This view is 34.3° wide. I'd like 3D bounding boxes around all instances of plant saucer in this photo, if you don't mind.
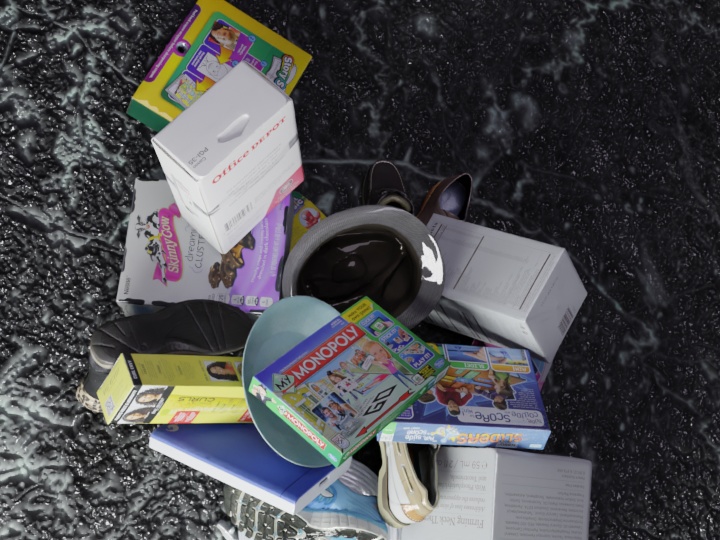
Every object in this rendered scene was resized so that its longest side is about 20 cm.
[{"bbox_3d":[-0.070,0.131,1.365,0.201,0.039,0.201,15,67,-41],"label":"plant saucer"}]

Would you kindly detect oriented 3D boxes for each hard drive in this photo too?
[{"bbox_3d":[-0.128,0.211,1.375,0.200,0.025,0.132,20,25,23],"label":"hard drive"}]

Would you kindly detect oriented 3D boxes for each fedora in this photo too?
[{"bbox_3d":[0.000,0.000,1.447,0.200,0.090,0.177,-32,108,5],"label":"fedora"}]

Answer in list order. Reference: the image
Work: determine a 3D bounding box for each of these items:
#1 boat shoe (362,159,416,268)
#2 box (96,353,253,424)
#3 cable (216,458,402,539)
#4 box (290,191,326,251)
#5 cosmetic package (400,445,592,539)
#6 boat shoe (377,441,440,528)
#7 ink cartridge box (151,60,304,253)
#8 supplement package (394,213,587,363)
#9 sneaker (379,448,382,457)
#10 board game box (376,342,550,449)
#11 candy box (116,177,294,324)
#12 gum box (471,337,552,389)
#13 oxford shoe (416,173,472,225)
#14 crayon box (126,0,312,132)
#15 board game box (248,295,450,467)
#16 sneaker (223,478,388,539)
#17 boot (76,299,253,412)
[{"bbox_3d":[0.045,-0.078,1.565,0.073,0.065,0.200,0,53,-11],"label":"boat shoe"},{"bbox_3d":[-0.193,0.137,1.338,0.200,0.075,0.050,6,43,-41],"label":"box"},{"bbox_3d":[-0.047,0.318,1.433,0.200,0.069,0.200,-35,87,-25],"label":"cable"},{"bbox_3d":[-0.059,0.000,1.543,0.200,0.048,0.117,46,66,-3],"label":"box"},{"bbox_3d":[0.162,0.319,1.415,0.166,0.167,0.200,13,76,-35],"label":"cosmetic package"},{"bbox_3d":[0.062,0.203,1.394,0.075,0.068,0.200,22,54,-40],"label":"boat shoe"},{"bbox_3d":[-0.147,-0.128,1.355,0.083,0.200,0.147,42,75,17],"label":"ink cartridge box"},{"bbox_3d":[0.165,0.020,1.486,0.200,0.110,0.114,18,67,37],"label":"supplement package"},{"bbox_3d":[0.039,0.172,1.489,0.200,0.074,0.118,36,66,-22],"label":"sneaker"},{"bbox_3d":[0.113,0.145,1.380,0.200,0.034,0.135,5,40,-10],"label":"board game box"},{"bbox_3d":[-0.191,-0.021,1.462,0.200,0.072,0.168,4,72,1],"label":"candy box"},{"bbox_3d":[0.204,0.107,1.553,0.066,0.114,0.200,10,61,33],"label":"gum box"},{"bbox_3d":[0.098,-0.050,1.595,0.071,0.073,0.200,27,67,-9],"label":"oxford shoe"},{"bbox_3d":[-0.187,-0.250,1.571,0.172,0.058,0.200,32,67,-8],"label":"crayon box"},{"bbox_3d":[-0.009,0.120,1.318,0.135,0.029,0.200,39,47,18],"label":"board game box"},{"bbox_3d":[-0.064,0.278,1.374,0.200,0.078,0.090,17,37,-5],"label":"sneaker"},{"bbox_3d":[-0.238,0.106,1.392,0.200,0.151,0.073,-11,65,-33],"label":"boot"}]
